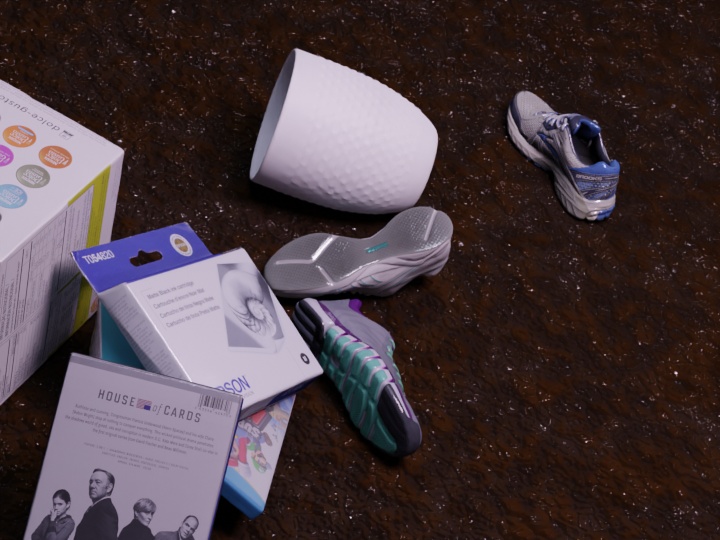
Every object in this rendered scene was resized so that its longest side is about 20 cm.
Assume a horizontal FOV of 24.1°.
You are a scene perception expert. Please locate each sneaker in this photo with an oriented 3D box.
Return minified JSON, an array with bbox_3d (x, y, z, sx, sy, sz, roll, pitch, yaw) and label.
[{"bbox_3d":[0.242,-0.153,1.952,0.076,0.086,0.201,-12,49,-30],"label":"sneaker"},{"bbox_3d":[0.000,0.000,1.719,0.198,0.081,0.071,-13,54,-5],"label":"sneaker"},{"bbox_3d":[0.017,0.091,1.620,0.087,0.075,0.200,-11,48,-36],"label":"sneaker"}]

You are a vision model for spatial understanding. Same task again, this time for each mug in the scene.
[{"bbox_3d":[-0.016,-0.143,1.822,0.173,0.149,0.200,19,10,-11],"label":"mug"}]

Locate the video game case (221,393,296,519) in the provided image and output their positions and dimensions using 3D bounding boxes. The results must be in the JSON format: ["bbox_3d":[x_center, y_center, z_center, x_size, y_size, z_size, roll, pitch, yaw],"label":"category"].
[{"bbox_3d":[-0.125,0.114,1.513,0.143,0.018,0.201,42,29,-16],"label":"video game case"}]

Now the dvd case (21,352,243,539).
[{"bbox_3d":[-0.191,0.183,1.385,0.148,0.025,0.202,14,82,-5],"label":"dvd case"}]

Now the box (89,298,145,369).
[{"bbox_3d":[-0.212,0.117,1.500,0.049,0.083,0.201,5,43,-14],"label":"box"}]

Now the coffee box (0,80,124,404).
[{"bbox_3d":[-0.355,-0.031,1.518,0.198,0.201,0.198,28,43,12],"label":"coffee box"}]

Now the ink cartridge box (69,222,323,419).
[{"bbox_3d":[-0.142,0.039,1.517,0.201,0.041,0.199,54,27,8],"label":"ink cartridge box"}]
